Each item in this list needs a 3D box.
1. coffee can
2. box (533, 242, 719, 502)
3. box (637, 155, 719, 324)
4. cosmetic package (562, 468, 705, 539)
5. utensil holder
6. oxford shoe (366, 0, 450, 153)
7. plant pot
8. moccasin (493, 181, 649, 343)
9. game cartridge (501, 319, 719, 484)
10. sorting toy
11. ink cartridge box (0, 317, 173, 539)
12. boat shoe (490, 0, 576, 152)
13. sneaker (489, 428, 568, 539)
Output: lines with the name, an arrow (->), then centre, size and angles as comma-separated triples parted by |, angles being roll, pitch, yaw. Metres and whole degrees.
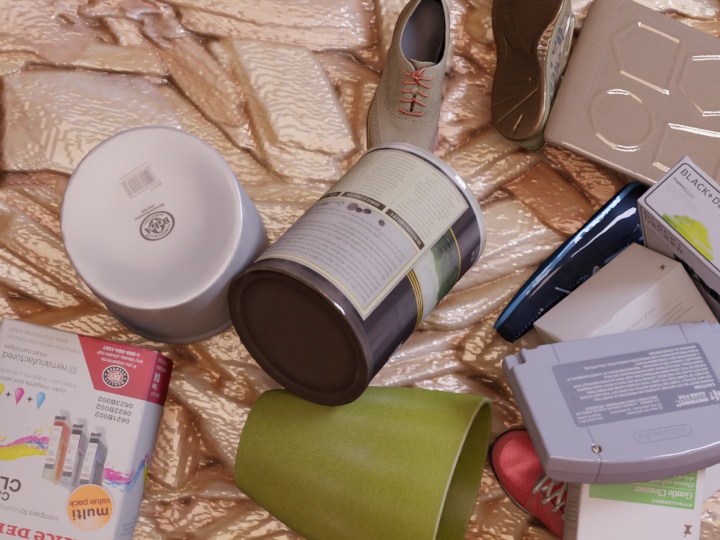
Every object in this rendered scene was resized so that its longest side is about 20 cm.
coffee can -> 0.000, 0.000, 1.476 | 0.146, 0.147, 0.200 | 41, 53, 4
box -> 0.268, 0.097, 1.500 | 0.124, 0.097, 0.201 | -37, 109, -6
box -> 0.310, -0.005, 1.485 | 0.060, 0.200, 0.117 | -40, 65, -6
cosmetic package -> 0.224, 0.240, 1.403 | 0.107, 0.085, 0.202 | 5, 83, 0
utensil holder -> -0.171, -0.028, 1.486 | 0.168, 0.200, 0.172 | 0, 82, 0
oxford shoe -> 0.045, -0.168, 1.575 | 0.070, 0.075, 0.202 | 7, 83, -1
plant pot -> -0.004, 0.177, 1.492 | 0.198, 0.187, 0.189 | 15, 82, 14
moccasin -> 0.211, 0.001, 1.556 | 0.200, 0.080, 0.068 | -43, 90, -5
game cartridge -> 0.228, 0.110, 1.375 | 0.198, 0.041, 0.134 | -8, 45, -13
sorting toy -> 0.287, -0.155, 1.578 | 0.199, 0.037, 0.186 | 21, 62, 3
ink cartridge box -> -0.263, 0.159, 1.490 | 0.144, 0.145, 0.202 | 12, 83, 0
boat shoe -> 0.165, -0.214, 1.598 | 0.073, 0.063, 0.202 | 6, 79, 26
sneaker -> 0.202, 0.217, 1.523 | 0.200, 0.087, 0.074 | 44, 83, 4
